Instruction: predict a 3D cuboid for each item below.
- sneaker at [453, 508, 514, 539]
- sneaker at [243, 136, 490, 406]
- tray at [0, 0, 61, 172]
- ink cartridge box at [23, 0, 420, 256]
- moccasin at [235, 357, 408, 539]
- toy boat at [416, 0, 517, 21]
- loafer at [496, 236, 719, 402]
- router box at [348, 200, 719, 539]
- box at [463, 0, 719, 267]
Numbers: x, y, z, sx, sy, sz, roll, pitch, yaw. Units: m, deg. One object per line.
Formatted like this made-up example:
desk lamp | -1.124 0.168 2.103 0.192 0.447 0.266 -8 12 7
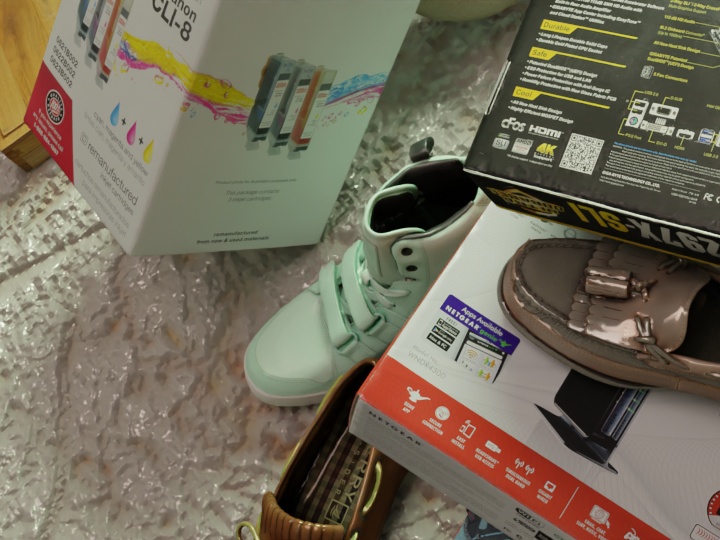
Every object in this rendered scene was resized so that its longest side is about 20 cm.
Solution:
sneaker | 0.081 0.116 0.938 0.095 0.079 0.201 -25 57 17
sneaker | 0.000 0.000 1.012 0.200 0.118 0.074 -30 58 13
tray | -0.233 -0.174 1.269 0.098 0.037 0.201 -34 55 9
ink cartridge box | -0.080 -0.132 1.052 0.145 0.144 0.201 48 127 37
moccasin | -0.027 0.143 0.980 0.073 0.078 0.202 26 80 34
toy boat | 0.072 -0.251 1.102 0.130 0.131 0.201 25 105 3
loafer | 0.162 0.026 0.842 0.199 0.063 0.072 23 64 4
router box | 0.123 0.054 0.887 0.199 0.049 0.180 32 66 8
box | 0.162 -0.085 0.807 0.199 0.049 0.161 16 77 32
